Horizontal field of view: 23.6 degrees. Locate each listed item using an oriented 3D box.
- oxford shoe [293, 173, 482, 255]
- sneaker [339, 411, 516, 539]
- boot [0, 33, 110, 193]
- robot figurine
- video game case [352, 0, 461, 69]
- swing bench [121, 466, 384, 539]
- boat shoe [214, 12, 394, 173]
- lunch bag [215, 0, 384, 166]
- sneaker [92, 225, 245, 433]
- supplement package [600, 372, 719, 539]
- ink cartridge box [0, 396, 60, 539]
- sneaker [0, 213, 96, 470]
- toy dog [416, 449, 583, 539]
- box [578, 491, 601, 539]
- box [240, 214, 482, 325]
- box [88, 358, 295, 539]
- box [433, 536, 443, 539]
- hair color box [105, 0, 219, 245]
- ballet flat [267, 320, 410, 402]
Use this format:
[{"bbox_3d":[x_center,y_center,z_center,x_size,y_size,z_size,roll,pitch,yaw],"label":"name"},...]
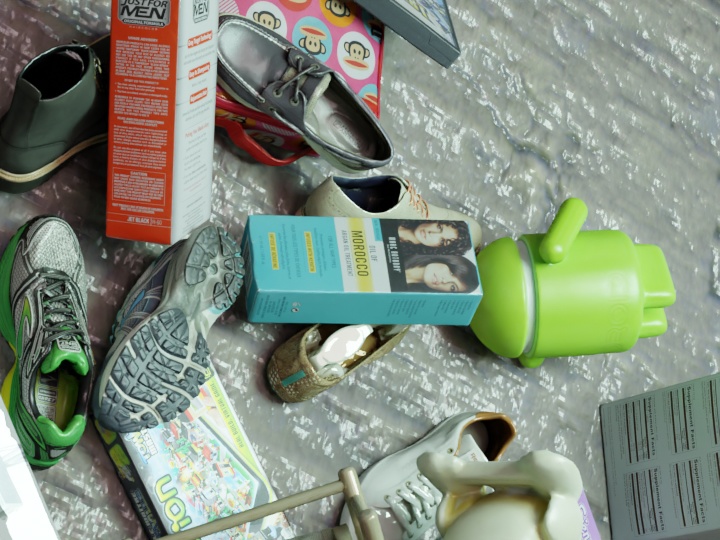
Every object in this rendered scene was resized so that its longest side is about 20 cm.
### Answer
[{"bbox_3d":[0.039,-0.046,1.568,0.199,0.074,0.071,3,46,-36],"label":"oxford shoe"},{"bbox_3d":[0.062,0.183,1.520,0.200,0.085,0.073,-41,102,-35],"label":"sneaker"},{"bbox_3d":[-0.214,-0.157,1.386,0.077,0.138,0.200,37,55,0],"label":"boot"},{"bbox_3d":[0.188,0.022,1.610,0.199,0.176,0.116,-4,51,-6],"label":"robot figurine"},{"bbox_3d":[0.003,-0.287,1.597,0.200,0.026,0.181,33,24,-23],"label":"video game case"},{"bbox_3d":[-0.063,0.285,1.315,0.198,0.130,0.201,-17,101,-5],"label":"swing bench"},{"bbox_3d":[-0.048,-0.152,1.466,0.200,0.065,0.072,39,74,-24],"label":"boat shoe"},{"bbox_3d":[-0.076,-0.181,1.540,0.199,0.082,0.177,13,73,-32],"label":"lunch bag"},{"bbox_3d":[-0.165,0.055,1.397,0.078,0.086,0.200,49,49,-25],"label":"sneaker"},{"bbox_3d":[0.373,0.184,1.665,0.191,0.200,0.148,6,72,-34],"label":"supplement package"},{"bbox_3d":[-0.305,0.145,1.232,0.085,0.145,0.201,-21,88,-38],"label":"ink cartridge box"},{"bbox_3d":[-0.236,0.051,1.348,0.078,0.085,0.201,5,72,-34],"label":"sneaker"},{"bbox_3d":[0.104,0.269,1.400,0.194,0.139,0.201,60,39,-51],"label":"toy dog"},{"bbox_3d":[0.174,0.293,1.589,0.137,0.039,0.201,-17,86,-41],"label":"box"},{"bbox_3d":[0.000,0.000,1.490,0.199,0.049,0.083,1,55,-14],"label":"box"},{"bbox_3d":[-0.130,0.182,1.414,0.110,0.035,0.201,-27,92,-37],"label":"box"},{"bbox_3d":[0.058,0.325,1.471,0.199,0.086,0.164,-16,84,-37],"label":"box"},{"bbox_3d":[-0.159,-0.131,1.394,0.102,0.061,0.201,-46,142,-71],"label":"hair color box"},{"bbox_3d":[0.002,0.052,1.528,0.200,0.065,0.071,-41,99,-37],"label":"ballet flat"}]
